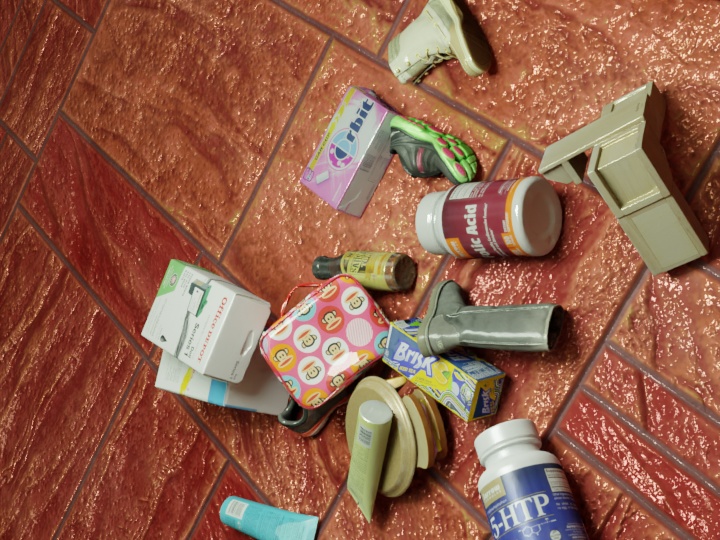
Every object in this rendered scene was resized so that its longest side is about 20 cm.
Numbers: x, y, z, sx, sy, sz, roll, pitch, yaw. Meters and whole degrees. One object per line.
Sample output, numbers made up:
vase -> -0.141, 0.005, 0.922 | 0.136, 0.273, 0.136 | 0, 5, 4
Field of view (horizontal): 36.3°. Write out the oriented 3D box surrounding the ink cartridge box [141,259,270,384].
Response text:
ink cartridge box -> -0.257, 0.083, 1.816 | 0.199, 0.084, 0.147 | 23, 91, 46

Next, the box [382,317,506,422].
box -> 0.121, 0.145, 1.642 | 0.200, 0.064, 0.071 | 33, 120, 44

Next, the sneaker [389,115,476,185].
sneaker -> 0.115, -0.180, 1.757 | 0.200, 0.076, 0.084 | 42, 125, 45

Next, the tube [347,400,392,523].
tube -> 0.010, 0.285, 1.654 | 0.051, 0.058, 0.201 | 14, 124, 7

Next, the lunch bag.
lunch bag -> -0.059, 0.103, 1.743 | 0.199, 0.082, 0.177 | -36, 86, -2

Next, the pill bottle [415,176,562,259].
pill bottle -> 0.185, -0.075, 1.618 | 0.199, 0.114, 0.115 | -3, 77, 43

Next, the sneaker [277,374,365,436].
sneaker -> -0.065, 0.192, 1.804 | 0.201, 0.082, 0.077 | -56, 47, 13

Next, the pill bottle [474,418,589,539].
pill bottle -> 0.224, 0.310, 1.470 | 0.119, 0.119, 0.201 | -37, 55, 30

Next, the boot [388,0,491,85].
boot -> 0.124, -0.351, 1.786 | 0.154, 0.072, 0.201 | -41, 48, 27

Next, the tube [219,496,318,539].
tube -> -0.153, 0.430, 1.852 | 0.199, 0.050, 0.078 | 9, 89, 40

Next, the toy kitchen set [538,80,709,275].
toy kitchen set -> 0.360, -0.113, 1.493 | 0.162, 0.181, 0.200 | -26, 22, 33

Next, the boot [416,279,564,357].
boot -> 0.195, 0.064, 1.590 | 0.198, 0.073, 0.182 | -13, 31, 26

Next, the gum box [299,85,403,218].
gum box -> -0.008, -0.208, 1.873 | 0.113, 0.066, 0.201 | 39, 105, 41

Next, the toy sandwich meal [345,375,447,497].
toy sandwich meal -> 0.050, 0.249, 1.687 | 0.205, 0.070, 0.207 | 19, 113, 56

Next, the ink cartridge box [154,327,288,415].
ink cartridge box -> -0.235, 0.162, 1.932 | 0.199, 0.146, 0.147 | 6, 82, 44

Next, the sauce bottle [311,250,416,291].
sauce bottle -> 0.000, 0.000, 1.810 | 0.199, 0.066, 0.067 | 1, 79, 42
